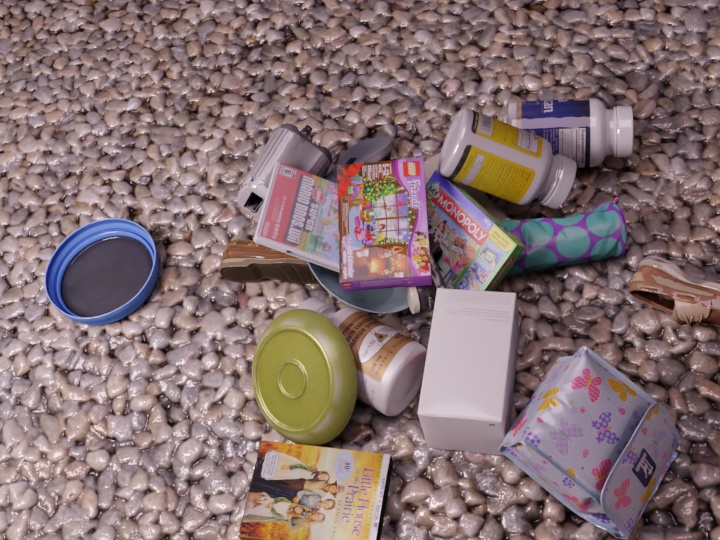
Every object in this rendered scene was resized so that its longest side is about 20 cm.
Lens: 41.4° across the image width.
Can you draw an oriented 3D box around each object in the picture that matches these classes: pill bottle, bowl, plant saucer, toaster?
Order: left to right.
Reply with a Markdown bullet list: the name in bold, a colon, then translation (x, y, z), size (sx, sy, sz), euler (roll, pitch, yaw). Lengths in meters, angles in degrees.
- **bowl**: translation (-0.437, 0.004, 1.626), size (0.198, 0.040, 0.202), euler (-6, 57, 9)
- **toaster**: translation (-0.127, -0.151, 1.575), size (0.113, 0.200, 0.130), euler (34, 72, -8)
- **plant saucer**: translation (-0.091, 0.157, 1.386), size (0.198, 0.031, 0.202), euler (2, 93, 36)
- **pill bottle**: translation (-0.008, 0.121, 1.415), size (0.199, 0.115, 0.115), euler (27, 66, 26)
- **plant saucer**: translation (0.000, 0.000, 1.502), size (0.199, 0.039, 0.202), euler (17, 42, -16)
- **pill bottle**: translation (0.230, -0.168, 1.486), size (0.198, 0.111, 0.112), euler (20, 60, -8)
- **pill bottle**: translation (0.343, -0.225, 1.565), size (0.198, 0.111, 0.112), euler (-1, 58, 11)

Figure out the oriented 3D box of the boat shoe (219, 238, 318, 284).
- **boat shoe**: translation (-0.134, -0.024, 1.560), size (0.198, 0.072, 0.069), euler (3, 59, 13)

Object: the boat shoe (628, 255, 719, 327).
- **boat shoe**: translation (0.483, 0.052, 1.388), size (0.199, 0.076, 0.072), euler (29, 71, 36)

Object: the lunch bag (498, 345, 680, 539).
- **lunch bag**: translation (0.316, 0.228, 1.265), size (0.200, 0.127, 0.170), euler (40, 71, 0)

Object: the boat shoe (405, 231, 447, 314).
- **boat shoe**: translation (0.093, -0.030, 1.475), size (0.067, 0.072, 0.202), euler (-11, 65, 0)

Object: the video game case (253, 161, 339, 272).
- **video game case**: translation (-0.054, -0.074, 1.469), size (0.198, 0.017, 0.144), euler (20, 60, -12)

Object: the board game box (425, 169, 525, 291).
- **board game box**: translation (0.148, -0.045, 1.479), size (0.200, 0.029, 0.135), euler (47, 114, 35)

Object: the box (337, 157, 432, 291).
- **box**: translation (0.035, -0.071, 1.438), size (0.135, 0.039, 0.202), euler (-4, 65, 4)

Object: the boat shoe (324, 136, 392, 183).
- **boat shoe**: translation (0.003, -0.162, 1.622), size (0.073, 0.069, 0.200), euler (1, 33, 25)

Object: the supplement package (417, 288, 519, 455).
- **supplement package**: translation (0.158, 0.143, 1.362), size (0.118, 0.122, 0.202), euler (3, 58, 14)

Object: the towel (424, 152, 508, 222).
- **towel**: translation (0.142, -0.105, 1.578), size (0.132, 0.035, 0.201), euler (-30, 57, -10)

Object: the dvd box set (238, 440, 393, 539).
- **dvd box set**: translation (-0.062, 0.322, 1.349), size (0.198, 0.029, 0.148), euler (4, 59, 15)

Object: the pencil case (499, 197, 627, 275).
- **pencil case**: translation (0.309, -0.051, 1.478), size (0.198, 0.085, 0.093), euler (-8, 70, 6)
